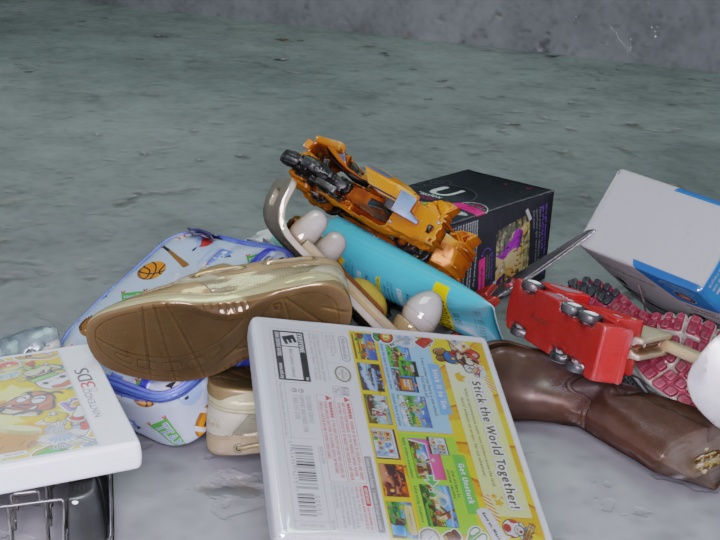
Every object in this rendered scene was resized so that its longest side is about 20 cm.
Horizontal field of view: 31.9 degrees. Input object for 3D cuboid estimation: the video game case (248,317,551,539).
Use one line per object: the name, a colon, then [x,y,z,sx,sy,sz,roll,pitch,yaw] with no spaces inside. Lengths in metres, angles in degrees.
video game case: [0.020,0.111,0.846,0.179,0.023,0.201,6,37,-15]

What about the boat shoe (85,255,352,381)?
boat shoe: [-0.105,0.032,0.946,0.197,0.072,0.065,-7,31,-2]

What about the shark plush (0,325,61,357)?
shark plush: [-0.333,0.084,0.978,0.197,0.085,0.091,2,19,-2]

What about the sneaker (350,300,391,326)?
sneaker: [-0.050,0.046,1.164,0.089,0.068,0.199,9,16,26]

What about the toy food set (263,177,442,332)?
toy food set: [0.000,0.000,1.049,0.060,0.200,0.143,-45,10,-4]

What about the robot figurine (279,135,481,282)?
robot figurine: [0.014,-0.063,1.199,0.199,0.059,0.145,31,-8,29]

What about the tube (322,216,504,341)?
tube: [0.047,0.012,1.132,0.198,0.051,0.078,27,-16,30]

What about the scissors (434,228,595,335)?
scissors: [0.127,0.024,1.142,0.198,0.014,0.074,-25,31,30]

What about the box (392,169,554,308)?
box: [0.102,-0.033,1.342,0.121,0.108,0.199,18,23,36]

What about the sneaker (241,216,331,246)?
sneaker: [-0.110,0.002,1.287,0.197,0.079,0.140,-14,-2,-3]

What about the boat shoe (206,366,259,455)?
boat shoe: [-0.021,0.113,0.968,0.197,0.066,0.072,1,14,-15]

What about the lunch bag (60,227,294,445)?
lunch bag: [-0.138,0.046,1.036,0.159,0.076,0.200,12,46,34]

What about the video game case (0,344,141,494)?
video game case: [-0.265,0.104,0.861,0.197,0.023,0.182,-8,21,-21]

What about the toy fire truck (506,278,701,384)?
toy fire truck: [0.222,0.059,1.029,0.139,0.049,0.200,8,12,-25]

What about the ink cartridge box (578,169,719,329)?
ink cartridge box: [0.314,0.007,1.142,0.199,0.085,0.145,37,-7,-41]

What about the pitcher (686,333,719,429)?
pitcher: [0.335,0.140,0.873,0.171,0.122,0.200,32,14,-25]

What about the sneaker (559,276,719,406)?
sneaker: [0.259,0.074,1.112,0.199,0.075,0.081,32,71,35]

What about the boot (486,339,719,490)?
boot: [0.180,0.118,0.990,0.184,0.065,0.199,-10,26,-31]

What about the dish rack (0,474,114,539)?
dish rack: [-0.269,0.147,0.857,0.197,0.055,0.154,-3,18,-11]
